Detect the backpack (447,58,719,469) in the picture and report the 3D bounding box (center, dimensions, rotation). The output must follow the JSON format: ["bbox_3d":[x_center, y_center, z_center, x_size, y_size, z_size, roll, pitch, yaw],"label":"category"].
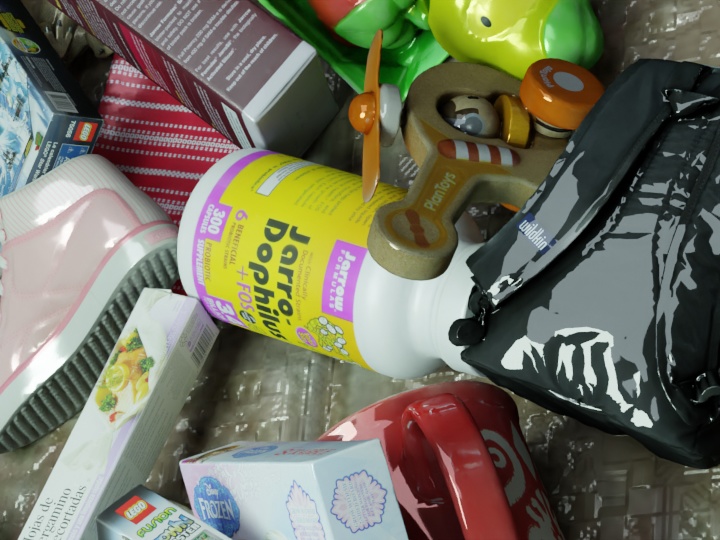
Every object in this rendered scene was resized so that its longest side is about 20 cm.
[{"bbox_3d":[0.159,-0.011,1.528,0.167,0.127,0.200,22,82,15],"label":"backpack"}]

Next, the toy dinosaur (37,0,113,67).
[{"bbox_3d":[-0.192,-0.149,1.855,0.101,0.058,0.200,0,79,63],"label":"toy dinosaur"}]

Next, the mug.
[{"bbox_3d":[0.048,0.169,1.489,0.133,0.178,0.200,-31,60,12],"label":"mug"}]

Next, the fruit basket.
[{"bbox_3d":[0.054,-0.186,1.676,0.215,0.155,0.216,-28,40,27],"label":"fruit basket"}]

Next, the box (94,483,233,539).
[{"bbox_3d":[-0.081,0.214,1.488,0.110,0.200,0.035,29,47,31],"label":"box"}]

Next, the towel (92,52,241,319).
[{"bbox_3d":[-0.125,-0.049,1.787,0.145,0.022,0.200,10,73,33],"label":"towel"}]

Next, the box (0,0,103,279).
[{"bbox_3d":[-0.235,-0.092,1.812,0.200,0.040,0.137,54,127,44],"label":"box"}]

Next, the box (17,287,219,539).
[{"bbox_3d":[-0.141,0.103,1.639,0.039,0.041,0.200,11,64,29],"label":"box"}]

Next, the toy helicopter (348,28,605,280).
[{"bbox_3d":[0.043,-0.059,1.557,0.132,0.200,0.079,26,126,5],"label":"toy helicopter"}]

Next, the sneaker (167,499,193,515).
[{"bbox_3d":[-0.108,0.185,1.624,0.078,0.086,0.200,-46,53,5],"label":"sneaker"}]

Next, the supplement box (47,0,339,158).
[{"bbox_3d":[-0.111,-0.149,1.727,0.200,0.109,0.061,37,81,15],"label":"supplement box"}]

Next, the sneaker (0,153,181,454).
[{"bbox_3d":[-0.187,0.015,1.726,0.105,0.075,0.200,50,121,20],"label":"sneaker"}]

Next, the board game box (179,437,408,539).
[{"bbox_3d":[-0.017,0.186,1.473,0.200,0.041,0.200,-11,96,67],"label":"board game box"}]

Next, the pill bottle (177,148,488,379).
[{"bbox_3d":[0.000,0.000,1.635,0.200,0.104,0.104,16,77,36],"label":"pill bottle"}]
